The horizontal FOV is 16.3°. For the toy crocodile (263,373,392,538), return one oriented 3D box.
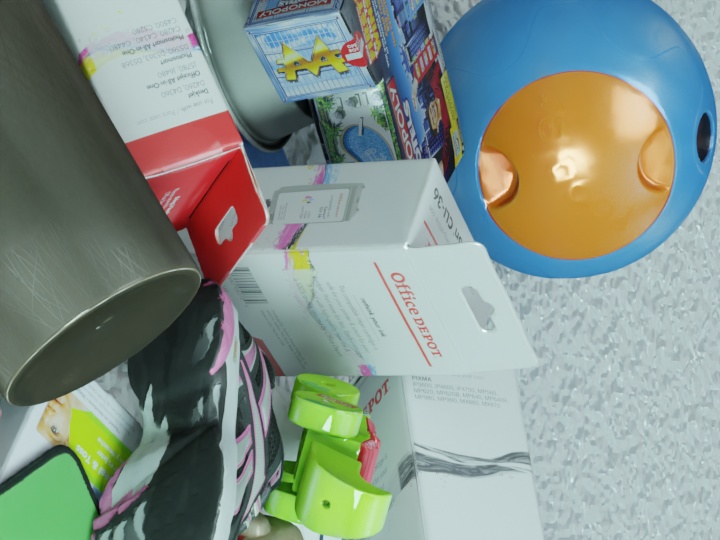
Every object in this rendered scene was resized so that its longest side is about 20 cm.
[{"bbox_3d":[-0.015,0.100,1.360,0.200,0.061,0.068,-97,-158,-85],"label":"toy crocodile"}]

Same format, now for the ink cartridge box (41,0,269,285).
[{"bbox_3d":[-0.128,-0.087,1.329,0.067,0.116,0.201,-19,76,-25],"label":"ink cartridge box"}]

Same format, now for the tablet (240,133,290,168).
[{"bbox_3d":[-0.086,-0.020,1.484,0.201,0.014,0.130,-68,147,-41],"label":"tablet"}]

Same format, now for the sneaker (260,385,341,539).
[{"bbox_3d":[-0.061,0.163,1.458,0.080,0.076,0.201,-3,83,-43],"label":"sneaker"}]

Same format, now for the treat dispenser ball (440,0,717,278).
[{"bbox_3d":[0.136,-0.095,1.666,0.200,0.200,0.202,16,69,-50],"label":"treat dispenser ball"}]

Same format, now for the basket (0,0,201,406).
[{"bbox_3d":[-0.177,-0.046,1.225,0.200,0.136,0.180,55,8,13],"label":"basket"}]

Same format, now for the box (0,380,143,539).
[{"bbox_3d":[-0.188,0.154,1.262,0.113,0.101,0.201,49,47,-33],"label":"box"}]

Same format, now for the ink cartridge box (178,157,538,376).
[{"bbox_3d":[0.000,0.000,1.416,0.117,0.199,0.068,61,37,-45],"label":"ink cartridge box"}]

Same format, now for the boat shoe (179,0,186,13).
[{"bbox_3d":[-0.145,-0.077,1.426,0.061,0.073,0.201,13,74,-5],"label":"boat shoe"}]

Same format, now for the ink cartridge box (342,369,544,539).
[{"bbox_3d":[0.039,0.156,1.475,0.084,0.146,0.201,5,56,-24],"label":"ink cartridge box"}]

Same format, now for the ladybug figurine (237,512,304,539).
[{"bbox_3d":[-0.088,0.209,1.353,0.136,0.072,0.201,-31,144,-61],"label":"ladybug figurine"}]

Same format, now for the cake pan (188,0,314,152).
[{"bbox_3d":[-0.056,-0.173,1.514,0.200,0.037,0.201,-9,90,-74],"label":"cake pan"}]

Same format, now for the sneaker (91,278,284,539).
[{"bbox_3d":[-0.073,0.106,1.273,0.086,0.080,0.201,42,47,-43],"label":"sneaker"}]

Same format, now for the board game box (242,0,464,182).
[{"bbox_3d":[-0.005,-0.126,1.485,0.200,0.061,0.201,-57,135,-65],"label":"board game box"}]

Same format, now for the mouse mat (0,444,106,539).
[{"bbox_3d":[-0.151,0.203,1.208,0.161,0.008,0.201,-36,110,-50],"label":"mouse mat"}]
